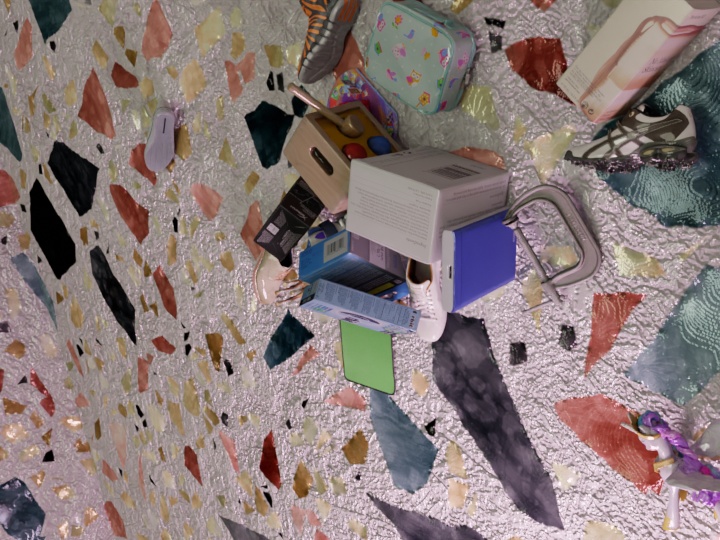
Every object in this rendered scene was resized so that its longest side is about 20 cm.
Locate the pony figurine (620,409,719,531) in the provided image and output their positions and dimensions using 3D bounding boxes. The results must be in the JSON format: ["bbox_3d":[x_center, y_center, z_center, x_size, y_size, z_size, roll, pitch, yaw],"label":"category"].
[{"bbox_3d":[0.488,0.295,1.160,0.193,0.166,0.200,-7,113,55],"label":"pony figurine"}]

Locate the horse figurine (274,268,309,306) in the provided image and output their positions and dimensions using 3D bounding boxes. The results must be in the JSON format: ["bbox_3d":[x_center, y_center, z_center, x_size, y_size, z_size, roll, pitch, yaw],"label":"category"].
[{"bbox_3d":[-0.106,0.023,1.660,0.050,0.132,0.200,65,157,6],"label":"horse figurine"}]

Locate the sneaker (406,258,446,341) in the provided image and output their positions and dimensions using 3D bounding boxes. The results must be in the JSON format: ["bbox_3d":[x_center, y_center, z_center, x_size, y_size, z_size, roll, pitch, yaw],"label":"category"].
[{"bbox_3d":[0.113,0.046,1.498,0.073,0.085,0.200,2,106,27],"label":"sneaker"}]

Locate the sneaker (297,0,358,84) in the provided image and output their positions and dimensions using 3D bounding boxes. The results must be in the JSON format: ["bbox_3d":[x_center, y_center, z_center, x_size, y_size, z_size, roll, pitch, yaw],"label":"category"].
[{"bbox_3d":[-0.083,-0.471,1.560,0.112,0.078,0.200,51,124,28],"label":"sneaker"}]

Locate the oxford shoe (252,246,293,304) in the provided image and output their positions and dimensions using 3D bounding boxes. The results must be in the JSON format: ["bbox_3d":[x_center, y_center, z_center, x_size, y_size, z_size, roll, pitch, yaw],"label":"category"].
[{"bbox_3d":[-0.197,-0.002,1.836,0.074,0.071,0.200,30,124,34],"label":"oxford shoe"}]

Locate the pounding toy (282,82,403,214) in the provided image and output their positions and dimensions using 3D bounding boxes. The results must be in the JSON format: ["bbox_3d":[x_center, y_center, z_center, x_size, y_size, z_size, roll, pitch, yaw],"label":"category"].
[{"bbox_3d":[-0.038,-0.235,1.451,0.200,0.184,0.142,51,134,12],"label":"pounding toy"}]

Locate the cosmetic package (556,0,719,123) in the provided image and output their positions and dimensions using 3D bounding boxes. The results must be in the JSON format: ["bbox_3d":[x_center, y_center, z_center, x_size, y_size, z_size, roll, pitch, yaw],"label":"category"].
[{"bbox_3d":[0.377,-0.307,1.092,0.087,0.103,0.200,53,136,18],"label":"cosmetic package"}]

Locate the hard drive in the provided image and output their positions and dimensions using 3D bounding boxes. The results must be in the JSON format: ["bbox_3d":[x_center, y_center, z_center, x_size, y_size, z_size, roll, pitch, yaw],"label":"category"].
[{"bbox_3d":[0.197,-0.022,1.306,0.025,0.200,0.132,12,112,37],"label":"hard drive"}]

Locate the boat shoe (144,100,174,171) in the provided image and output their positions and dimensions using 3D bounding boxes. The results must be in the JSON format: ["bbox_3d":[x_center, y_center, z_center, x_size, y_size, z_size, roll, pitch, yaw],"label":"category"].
[{"bbox_3d":[-0.515,-0.349,2.072,0.067,0.073,0.200,-104,32,-40],"label":"boat shoe"}]

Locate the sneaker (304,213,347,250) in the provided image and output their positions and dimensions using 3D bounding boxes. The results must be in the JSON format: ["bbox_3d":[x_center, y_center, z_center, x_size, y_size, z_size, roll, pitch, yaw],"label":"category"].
[{"bbox_3d":[-0.028,-0.077,1.570,0.200,0.146,0.081,-37,76,47],"label":"sneaker"}]

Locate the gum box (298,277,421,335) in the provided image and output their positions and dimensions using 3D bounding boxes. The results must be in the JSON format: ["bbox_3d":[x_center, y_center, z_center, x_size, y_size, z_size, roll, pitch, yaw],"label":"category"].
[{"bbox_3d":[-0.005,0.072,1.516,0.170,0.200,0.045,150,137,-75],"label":"gum box"}]

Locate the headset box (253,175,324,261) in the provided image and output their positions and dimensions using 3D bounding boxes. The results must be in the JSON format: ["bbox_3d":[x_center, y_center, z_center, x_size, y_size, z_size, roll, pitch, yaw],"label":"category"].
[{"bbox_3d":[-0.116,-0.137,1.618,0.077,0.200,0.149,38,141,-7],"label":"headset box"}]

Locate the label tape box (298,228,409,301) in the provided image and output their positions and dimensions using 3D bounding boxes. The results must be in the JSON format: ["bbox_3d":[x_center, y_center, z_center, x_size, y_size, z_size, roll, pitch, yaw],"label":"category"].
[{"bbox_3d":[0.000,0.000,1.554,0.144,0.200,0.063,-25,53,38],"label":"label tape box"}]

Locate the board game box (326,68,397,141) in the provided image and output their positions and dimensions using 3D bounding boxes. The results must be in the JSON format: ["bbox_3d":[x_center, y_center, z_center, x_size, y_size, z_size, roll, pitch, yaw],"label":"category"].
[{"bbox_3d":[-0.014,-0.289,1.562,0.200,0.039,0.158,52,135,22],"label":"board game box"}]

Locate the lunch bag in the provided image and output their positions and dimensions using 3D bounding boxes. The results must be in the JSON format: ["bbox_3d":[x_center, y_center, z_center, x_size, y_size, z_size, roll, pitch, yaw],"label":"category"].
[{"bbox_3d":[0.105,-0.372,1.380,0.200,0.077,0.161,40,128,31],"label":"lunch bag"}]

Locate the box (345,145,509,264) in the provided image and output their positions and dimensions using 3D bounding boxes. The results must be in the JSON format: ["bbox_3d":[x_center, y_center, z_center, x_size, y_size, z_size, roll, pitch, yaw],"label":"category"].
[{"bbox_3d":[0.113,-0.118,1.364,0.200,0.199,0.131,25,119,38],"label":"box"}]

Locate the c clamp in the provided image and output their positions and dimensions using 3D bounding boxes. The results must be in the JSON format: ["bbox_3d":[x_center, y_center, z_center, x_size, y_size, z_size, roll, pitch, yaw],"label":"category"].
[{"bbox_3d":[0.295,-0.034,1.295,0.171,0.027,0.200,-21,99,37],"label":"c clamp"}]

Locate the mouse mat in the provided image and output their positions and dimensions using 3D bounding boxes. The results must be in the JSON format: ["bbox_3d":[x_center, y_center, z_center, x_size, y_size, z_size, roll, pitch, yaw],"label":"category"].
[{"bbox_3d":[0.013,0.160,1.711,0.161,0.008,0.200,12,112,45],"label":"mouse mat"}]

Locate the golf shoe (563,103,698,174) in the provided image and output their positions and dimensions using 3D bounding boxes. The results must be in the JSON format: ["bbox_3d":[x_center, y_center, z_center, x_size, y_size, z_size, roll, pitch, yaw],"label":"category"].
[{"bbox_3d":[0.390,-0.189,1.153,0.200,0.078,0.095,3,88,45],"label":"golf shoe"}]
